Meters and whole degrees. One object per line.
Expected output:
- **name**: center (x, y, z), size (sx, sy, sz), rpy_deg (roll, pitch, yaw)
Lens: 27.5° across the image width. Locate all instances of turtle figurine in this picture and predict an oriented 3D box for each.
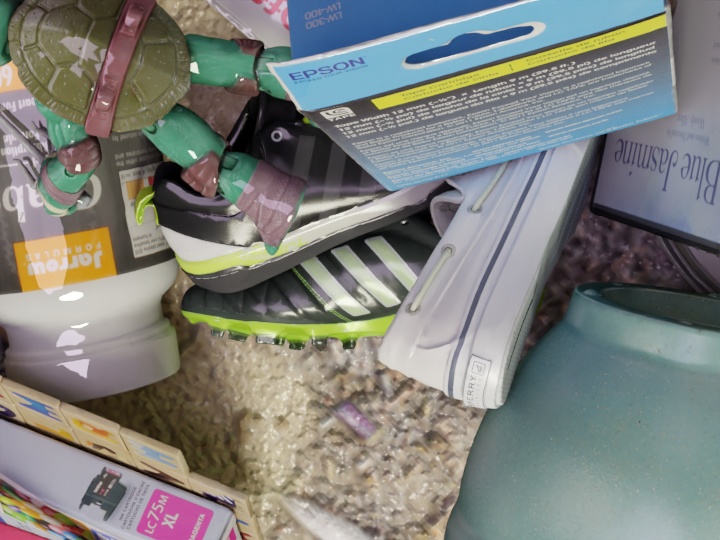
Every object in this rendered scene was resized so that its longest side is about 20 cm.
- **turtle figurine**: center (-0.113, -0.090, 0.683), size (0.199, 0.101, 0.151), rpy_deg (22, 97, -7)

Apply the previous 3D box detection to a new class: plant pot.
- **plant pot**: center (0.148, 0.081, 0.693), size (0.199, 0.200, 0.135), rpy_deg (11, 98, 12)

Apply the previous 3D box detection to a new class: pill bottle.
- **pill bottle**: center (-0.160, -0.036, 0.794), size (0.115, 0.116, 0.202), rpy_deg (-8, 97, 16)

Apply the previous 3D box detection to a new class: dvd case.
- **dvd case**: center (0.159, -0.114, 0.681), size (0.017, 0.143, 0.202), rpy_deg (8, 97, -17)

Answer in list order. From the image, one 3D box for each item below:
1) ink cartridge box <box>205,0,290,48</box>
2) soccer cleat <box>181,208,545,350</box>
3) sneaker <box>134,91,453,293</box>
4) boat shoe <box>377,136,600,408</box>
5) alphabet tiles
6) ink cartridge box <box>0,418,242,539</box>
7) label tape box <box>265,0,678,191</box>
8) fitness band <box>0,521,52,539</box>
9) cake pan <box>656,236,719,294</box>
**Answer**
- **ink cartridge box**: center (-0.016, -0.221, 0.739), size (0.147, 0.086, 0.200), rpy_deg (41, 108, 2)
- **soccer cleat**: center (0.000, 0.000, 0.791), size (0.198, 0.067, 0.082), rpy_deg (-3, 83, 13)
- **sneaker**: center (-0.021, -0.061, 0.748), size (0.199, 0.072, 0.083), rpy_deg (-30, 120, 1)
- **boat shoe**: center (0.066, -0.028, 0.706), size (0.066, 0.201, 0.074), rpy_deg (17, 140, 13)
- **alphabet tiles**: center (-0.146, 0.101, 0.802), size (0.199, 0.167, 0.006), rpy_deg (21, 68, 10)
- **ink cartridge box**: center (-0.160, 0.130, 0.823), size (0.199, 0.120, 0.042), rpy_deg (22, 67, 12)
- **label tape box**: center (0.051, -0.096, 0.598), size (0.142, 0.200, 0.067), rpy_deg (-15, 77, 11)
- **fitness band**: center (-0.214, 0.149, 0.819), size (0.199, 0.144, 0.038), rpy_deg (7, 61, 39)
- **cake pan**: center (0.236, -0.058, 0.727), size (0.198, 0.037, 0.202), rpy_deg (2, 100, 14)
